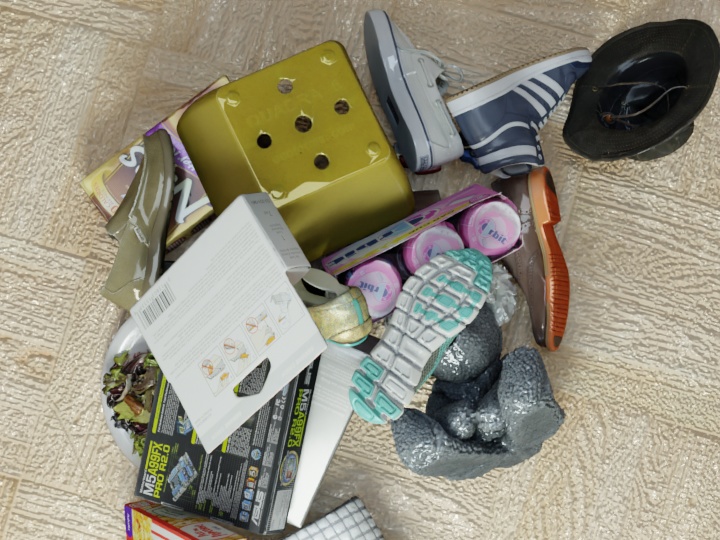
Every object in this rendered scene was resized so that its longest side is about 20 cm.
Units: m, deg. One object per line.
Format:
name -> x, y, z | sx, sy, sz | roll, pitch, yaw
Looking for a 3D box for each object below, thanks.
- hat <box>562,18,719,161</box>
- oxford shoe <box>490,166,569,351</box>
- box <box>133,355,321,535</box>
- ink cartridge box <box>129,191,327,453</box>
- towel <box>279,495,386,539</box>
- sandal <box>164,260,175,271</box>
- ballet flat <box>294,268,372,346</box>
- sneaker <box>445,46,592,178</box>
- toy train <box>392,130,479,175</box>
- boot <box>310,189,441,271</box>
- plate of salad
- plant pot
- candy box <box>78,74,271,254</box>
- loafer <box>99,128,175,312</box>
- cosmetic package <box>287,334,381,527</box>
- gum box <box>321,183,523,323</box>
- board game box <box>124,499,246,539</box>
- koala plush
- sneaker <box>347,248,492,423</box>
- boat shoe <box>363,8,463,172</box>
hat -> 0.319, -0.178, 1.750 | 0.201, 0.201, 0.081 | -49, 126, -5
oxford shoe -> 0.183, -0.009, 1.755 | 0.073, 0.071, 0.200 | -9, 79, 19
box -> -0.134, 0.150, 1.630 | 0.160, 0.044, 0.200 | 11, 90, 26
ink cartridge box -> -0.119, 0.051, 1.556 | 0.200, 0.044, 0.174 | -43, 70, 33
towel -> -0.047, 0.354, 1.698 | 0.200, 0.086, 0.166 | -30, 86, -5
sandal -> -0.148, 0.048, 1.737 | 0.200, 0.048, 0.075 | 25, 112, 25
ballet flat -> -0.069, 0.023, 1.615 | 0.200, 0.071, 0.071 | 15, 82, 42
sneaker -> 0.187, -0.168, 1.742 | 0.200, 0.070, 0.109 | -25, 93, -33
toy train -> 0.069, -0.127, 1.776 | 0.200, 0.034, 0.046 | -6, 87, 0
boot -> 0.000, 0.000, 1.752 | 0.200, 0.064, 0.187 | 3, 86, -5
plate of salad -> -0.196, 0.130, 1.710 | 0.200, 0.048, 0.200 | 1, 93, 24
plant pot -> -0.062, -0.125, 1.650 | 0.200, 0.176, 0.200 | -24, 83, -9
candy box -> -0.191, -0.106, 1.763 | 0.200, 0.056, 0.117 | -38, 85, -3
loafer -> -0.233, -0.052, 1.691 | 0.067, 0.076, 0.200 | 7, 85, -7
cosmetic package -> -0.054, 0.155, 1.687 | 0.090, 0.107, 0.200 | 22, 100, 2
gum box -> 0.067, -0.019, 1.671 | 0.200, 0.114, 0.066 | -27, 100, -4
board game box -> -0.174, 0.324, 1.629 | 0.046, 0.200, 0.152 | -8, 98, -31
koala plush -> 0.112, 0.103, 1.702 | 0.177, 0.184, 0.200 | -29, 65, 13
sneaker -> 0.059, 0.062, 1.604 | 0.078, 0.091, 0.200 | 39, 89, 7
boat shoe -> 0.068, -0.204, 1.755 | 0.086, 0.075, 0.202 | -13, 62, -14
